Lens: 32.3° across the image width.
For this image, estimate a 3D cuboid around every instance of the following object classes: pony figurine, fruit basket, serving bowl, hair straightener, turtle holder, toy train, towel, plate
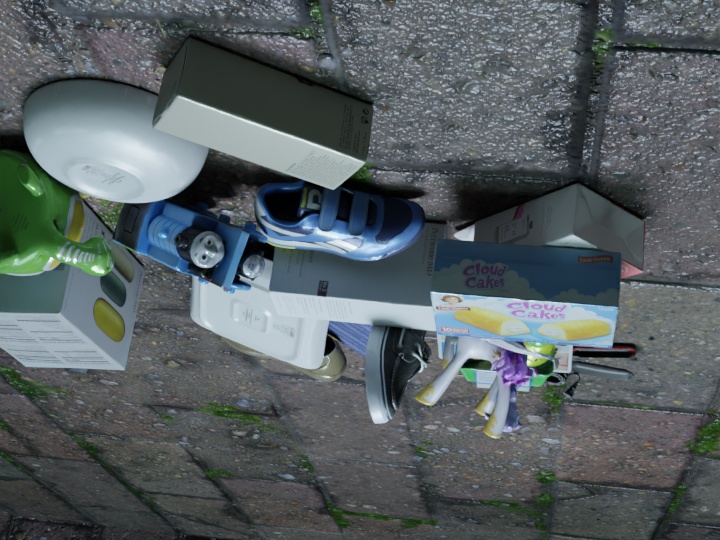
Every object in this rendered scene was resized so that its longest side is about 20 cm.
[{"bbox_3d":[0.170,0.094,1.506,0.192,0.201,0.166,24,-158,27],"label":"pony figurine"},{"bbox_3d":[0.188,0.084,1.631,0.184,0.094,0.200,4,153,8],"label":"fruit basket"},{"bbox_3d":[-0.266,-0.123,1.329,0.199,0.066,0.200,7,156,3],"label":"serving bowl"},{"bbox_3d":[0.284,0.140,1.747,0.199,0.077,0.041,3,158,10],"label":"hair straightener"},{"bbox_3d":[-0.367,-0.063,1.408,0.185,0.142,0.132,-2,175,24],"label":"turtle holder"},{"bbox_3d":[-0.193,-0.033,1.421,0.114,0.087,0.200,16,-176,-42],"label":"toy train"},{"bbox_3d":[-0.027,0.057,1.653,0.144,0.024,0.200,32,164,17],"label":"towel"},{"bbox_3d":[-0.138,0.050,1.625,0.199,0.032,0.200,22,144,7],"label":"plate"}]

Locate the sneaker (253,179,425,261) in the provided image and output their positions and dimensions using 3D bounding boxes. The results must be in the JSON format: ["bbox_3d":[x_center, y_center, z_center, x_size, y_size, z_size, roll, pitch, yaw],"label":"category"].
[{"bbox_3d":[-0.028,-0.061,1.389,0.199,0.074,0.082,2,154,11],"label":"sneaker"}]

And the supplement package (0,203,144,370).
[{"bbox_3d":[-0.393,0.023,1.598,0.150,0.152,0.200,1,156,14],"label":"supplement package"}]

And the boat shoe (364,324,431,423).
[{"bbox_3d":[0.049,0.094,1.490,0.071,0.201,0.072,-2,138,13],"label":"boat shoe"}]

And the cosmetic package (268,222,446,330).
[{"bbox_3d":[0.000,0.000,1.472,0.199,0.113,0.081,3,157,8],"label":"cosmetic package"}]

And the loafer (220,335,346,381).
[{"bbox_3d":[-0.109,0.088,1.744,0.199,0.076,0.068,20,145,5],"label":"loafer"}]

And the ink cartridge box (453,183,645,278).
[{"bbox_3d":[0.207,-0.022,1.407,0.116,0.068,0.200,24,152,-32],"label":"ink cartridge box"}]

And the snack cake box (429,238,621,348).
[{"bbox_3d":[0.180,0.026,1.357,0.199,0.068,0.115,4,156,10],"label":"snack cake box"}]

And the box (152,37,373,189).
[{"bbox_3d":[-0.093,-0.149,1.209,0.199,0.069,0.082,19,154,-23],"label":"box"}]
